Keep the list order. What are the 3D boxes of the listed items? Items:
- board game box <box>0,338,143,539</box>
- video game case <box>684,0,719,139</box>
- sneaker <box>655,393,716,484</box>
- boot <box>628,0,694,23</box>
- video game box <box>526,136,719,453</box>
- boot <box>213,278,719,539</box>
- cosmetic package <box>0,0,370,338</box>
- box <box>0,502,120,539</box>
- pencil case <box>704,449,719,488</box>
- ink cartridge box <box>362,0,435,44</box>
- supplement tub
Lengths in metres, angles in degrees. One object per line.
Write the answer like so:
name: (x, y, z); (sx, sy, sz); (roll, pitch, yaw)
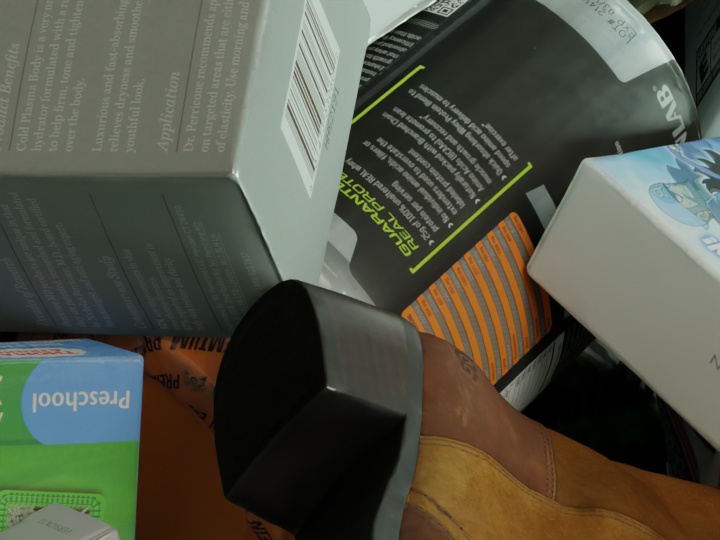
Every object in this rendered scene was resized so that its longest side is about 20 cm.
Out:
board game box: (-0.128, 0.119, 0.714); (0.151, 0.037, 0.201); (-1, 97, -34)
video game case: (0.145, -0.160, 0.975); (0.023, 0.200, 0.183); (8, 63, -9)
sneaker: (0.137, 0.075, 0.944); (0.080, 0.075, 0.201); (-7, 84, -2)
boot: (0.095, -0.188, 0.982); (0.066, 0.175, 0.201); (17, 55, -52)
video game box: (0.172, 0.034, 0.822); (0.200, 0.047, 0.182); (44, 31, 27)
boot: (0.058, 0.109, 0.711); (0.199, 0.069, 0.189); (26, 31, -28)
cosmetic package: (-0.108, -0.047, 0.759); (0.199, 0.090, 0.107); (2, 60, 16)
box: (-0.096, 0.174, 0.699); (0.144, 0.036, 0.201); (-25, 108, -29)
pencil case: (0.191, 0.101, 0.869); (0.199, 0.078, 0.090); (19, 65, -7)
ink cartridge box: (-0.046, -0.172, 0.833); (0.200, 0.146, 0.083); (33, 44, 24)
supplement tub: (0.000, 0.000, 0.851); (0.123, 0.122, 0.200); (52, 51, -2)
